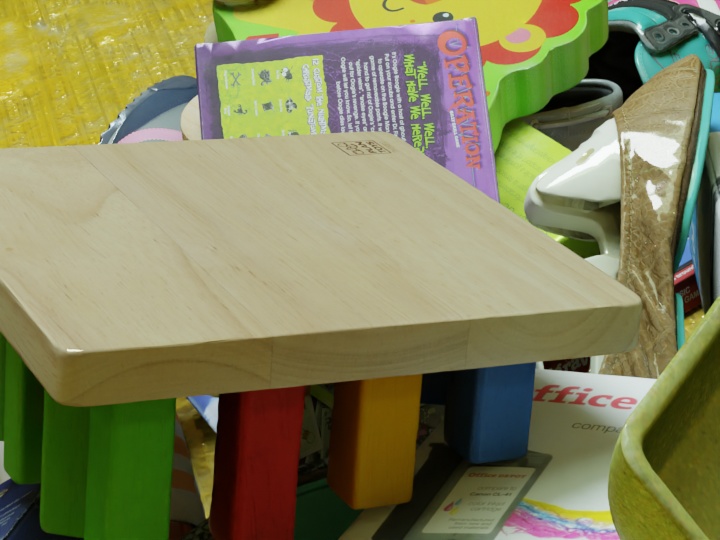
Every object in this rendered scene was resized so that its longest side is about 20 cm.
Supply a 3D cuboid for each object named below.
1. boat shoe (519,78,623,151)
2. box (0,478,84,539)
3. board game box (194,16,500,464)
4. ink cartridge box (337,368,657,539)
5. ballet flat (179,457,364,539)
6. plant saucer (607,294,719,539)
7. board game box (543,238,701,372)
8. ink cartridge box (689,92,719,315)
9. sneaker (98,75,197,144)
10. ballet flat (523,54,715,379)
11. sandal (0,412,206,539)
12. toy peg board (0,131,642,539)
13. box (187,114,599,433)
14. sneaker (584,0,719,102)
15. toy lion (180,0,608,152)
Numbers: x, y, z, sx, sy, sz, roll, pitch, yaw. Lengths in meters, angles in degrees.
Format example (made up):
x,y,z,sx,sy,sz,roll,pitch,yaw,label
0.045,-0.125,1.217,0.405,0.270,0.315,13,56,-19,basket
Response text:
x,y,z,sx,sy,sz,roll,pitch,yaw,label
0.035,-0.069,1.090,0.199,0.072,0.070,-1,23,-18,boat shoe
-0.166,0.142,0.782,0.121,0.032,0.200,-31,15,35,box
0.000,0.000,0.903,0.119,0.202,0.032,-6,-19,2,board game box
0.067,0.118,0.735,0.146,0.086,0.200,4,31,30,ink cartridge box
-0.053,0.120,0.810,0.199,0.075,0.074,-23,28,-30,ballet flat
0.161,0.085,0.689,0.048,0.200,0.200,-34,7,41,plant saucer
0.106,0.002,1.031,0.199,0.020,0.103,-28,29,-30,board game box
0.211,0.001,0.895,0.145,0.087,0.200,-1,28,3,ink cartridge box
-0.091,-0.022,1.035,0.081,0.071,0.200,12,38,18,sneaker
0.097,0.001,0.883,0.072,0.068,0.202,7,69,0,ballet flat
-0.112,0.053,0.884,0.078,0.059,0.208,-16,56,-2,sandal
-0.041,0.029,0.787,0.197,0.099,0.200,-4,21,-25,toy peg board
0.015,0.014,0.970,0.199,0.048,0.122,-33,32,-11,box
0.183,-0.101,1.133,0.199,0.084,0.121,6,32,31,sneaker
0.019,-0.099,1.026,0.190,0.069,0.201,-4,42,3,toy lion
